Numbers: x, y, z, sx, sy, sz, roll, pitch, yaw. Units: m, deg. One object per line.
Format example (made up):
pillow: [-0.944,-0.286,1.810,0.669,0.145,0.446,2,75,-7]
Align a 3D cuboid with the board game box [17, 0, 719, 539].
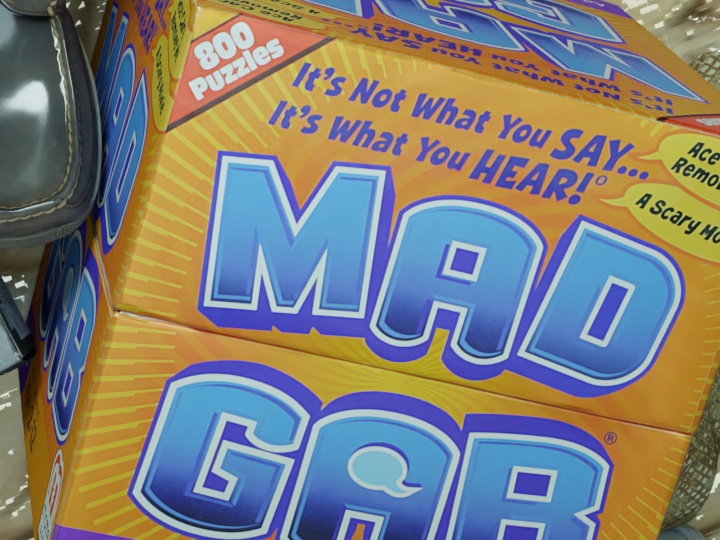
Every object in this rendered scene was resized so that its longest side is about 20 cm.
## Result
board game box: [0.000,0.000,0.830,0.198,0.200,0.201,13,107,-15]

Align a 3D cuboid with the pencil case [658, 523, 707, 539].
pencil case: [0.156,0.199,0.995,0.083,0.090,0.200,-50,117,-30]

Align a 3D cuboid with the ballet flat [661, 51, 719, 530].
ballet flat: [0.120,0.015,0.925,0.065,0.070,0.202,-11,113,-42]

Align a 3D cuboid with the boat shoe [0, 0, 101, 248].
boat shoe: [-0.139,-0.103,0.782,0.074,0.073,0.201,-19,69,-5]

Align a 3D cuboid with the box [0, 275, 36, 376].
box: [-0.229,-0.022,0.830,0.158,0.048,0.201,-27,94,1]
